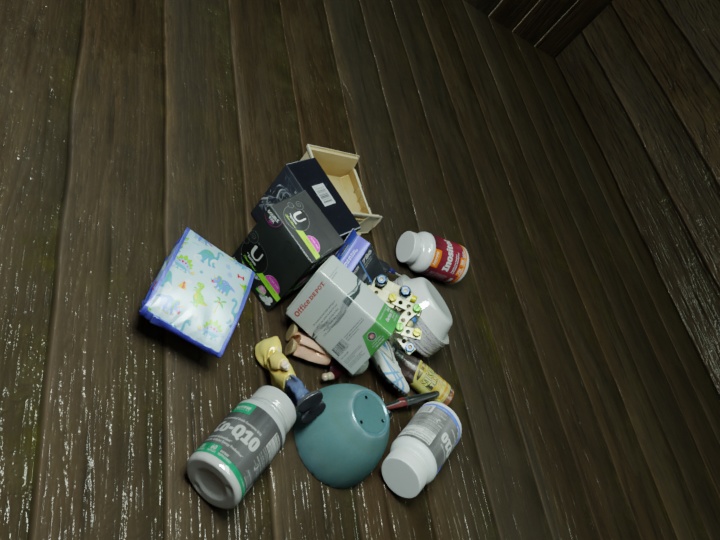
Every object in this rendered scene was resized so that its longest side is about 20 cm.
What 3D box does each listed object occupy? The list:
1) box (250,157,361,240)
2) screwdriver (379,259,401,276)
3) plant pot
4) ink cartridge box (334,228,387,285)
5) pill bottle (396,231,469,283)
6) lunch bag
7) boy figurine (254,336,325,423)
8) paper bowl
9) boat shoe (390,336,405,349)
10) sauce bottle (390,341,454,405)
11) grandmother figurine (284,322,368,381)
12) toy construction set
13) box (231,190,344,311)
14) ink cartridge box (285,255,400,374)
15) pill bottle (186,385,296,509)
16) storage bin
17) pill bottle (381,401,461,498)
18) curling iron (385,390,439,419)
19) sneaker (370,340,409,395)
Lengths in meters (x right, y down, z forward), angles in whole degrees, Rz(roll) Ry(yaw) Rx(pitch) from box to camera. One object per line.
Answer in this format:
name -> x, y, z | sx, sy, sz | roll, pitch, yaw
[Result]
box -> -0.129, -0.116, 1.424 | 0.103, 0.182, 0.202 | -25, 76, -48
screwdriver -> 0.104, 0.009, 1.629 | 0.196, 0.028, 0.030 | 22, 75, -26
plant pot -> -0.017, 0.310, 1.231 | 0.196, 0.134, 0.204 | 24, 46, -27
ink cartridge box -> 0.000, 0.000, 1.417 | 0.039, 0.201, 0.101 | 26, 74, 31
pill bottle -> 0.199, -0.040, 1.722 | 0.196, 0.113, 0.116 | 16, 49, -32
lunch bag -> -0.309, 0.053, 1.168 | 0.168, 0.128, 0.203 | 32, 33, -19
boy figurine -> -0.144, 0.209, 1.217 | 0.063, 0.126, 0.200 | -29, 45, -18
paper bowl -> 0.151, 0.100, 1.519 | 0.202, 0.103, 0.202 | 50, 16, -20
boat shoe -> 0.038, 0.128, 1.476 | 0.197, 0.072, 0.063 | 25, 26, -31
sauce bottle -> 0.136, 0.249, 1.475 | 0.199, 0.066, 0.067 | 39, 40, -12
grandmother figurine -> -0.068, 0.184, 1.344 | 0.196, 0.060, 0.124 | 21, 56, -26
toy construction set -> 0.057, 0.086, 1.383 | 0.196, 0.092, 0.133 | 30, 70, -3
box -> -0.159, -0.041, 1.322 | 0.150, 0.200, 0.124 | 51, 40, 4
ink cartridge box -> -0.038, 0.092, 1.297 | 0.199, 0.147, 0.083 | 42, 32, -3
pill bottle -> -0.201, 0.302, 1.083 | 0.113, 0.113, 0.200 | 46, 39, -2
storage bin -> -0.057, -0.207, 1.630 | 0.195, 0.094, 0.204 | 3, 58, -41
pill bottle -> 0.131, 0.383, 1.327 | 0.115, 0.114, 0.199 | 50, 40, 3
curling iron -> 0.102, 0.308, 1.398 | 0.196, 0.026, 0.050 | -13, 54, -35
sneaker -> 0.057, 0.198, 1.411 | 0.072, 0.072, 0.202 | -38, 100, -12
